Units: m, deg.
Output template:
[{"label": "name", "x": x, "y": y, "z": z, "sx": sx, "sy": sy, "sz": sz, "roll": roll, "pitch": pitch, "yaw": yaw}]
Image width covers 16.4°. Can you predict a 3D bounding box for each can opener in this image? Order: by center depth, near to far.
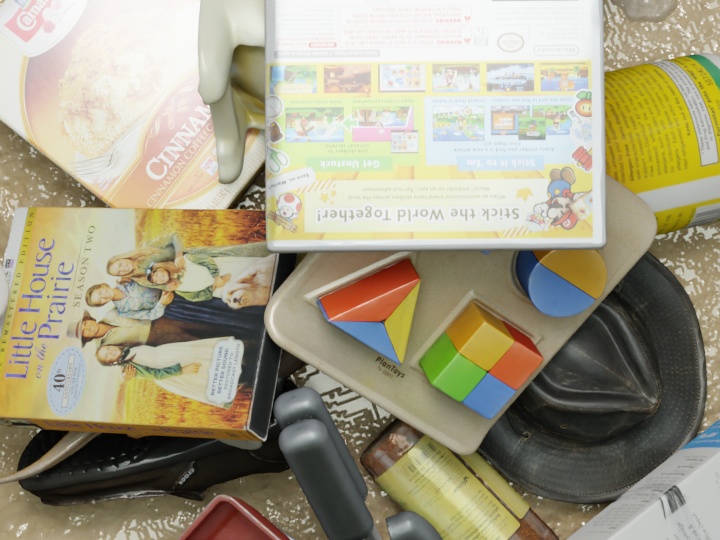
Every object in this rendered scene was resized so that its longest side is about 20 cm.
[{"label": "can opener", "x": -0.001, "y": 0.145, "z": 1.607, "sx": 0.066, "sy": 0.200, "sz": 0.053, "roll": -22, "pitch": 46, "yaw": 8}]

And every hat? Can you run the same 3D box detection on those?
[{"label": "hat", "x": 0.150, "y": 0.059, "z": 1.646, "sx": 0.200, "sy": 0.081, "sz": 0.201, "roll": 0, "pitch": 88, "yaw": -14}]

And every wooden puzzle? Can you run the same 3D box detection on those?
[{"label": "wooden puzzle", "x": 0.068, "y": 0.005, "z": 1.540, "sx": 0.185, "sy": 0.046, "sz": 0.200, "roll": 33, "pitch": 101, "yaw": -30}]

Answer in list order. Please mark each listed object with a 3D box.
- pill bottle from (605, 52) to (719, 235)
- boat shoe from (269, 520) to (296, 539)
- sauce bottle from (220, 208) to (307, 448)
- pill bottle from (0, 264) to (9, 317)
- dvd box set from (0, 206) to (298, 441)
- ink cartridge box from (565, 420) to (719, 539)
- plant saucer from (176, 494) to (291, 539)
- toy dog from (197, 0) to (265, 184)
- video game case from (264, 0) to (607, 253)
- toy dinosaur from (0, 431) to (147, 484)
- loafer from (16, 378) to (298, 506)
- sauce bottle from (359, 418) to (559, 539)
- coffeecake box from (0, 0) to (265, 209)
[{"label": "pill bottle", "x": 0.152, "y": -0.071, "z": 1.629, "sx": 0.200, "sy": 0.113, "sz": 0.113, "roll": -13, "pitch": 89, "yaw": -18}, {"label": "boat shoe", "x": -0.023, "y": 0.224, "z": 1.660, "sx": 0.200, "sy": 0.069, "sz": 0.072, "roll": 42, "pitch": 88, "yaw": 0}, {"label": "sauce bottle", "x": -0.051, "y": 0.017, "z": 1.612, "sx": 0.065, "sy": 0.065, "sz": 0.200, "roll": 22, "pitch": 67, "yaw": -1}, {"label": "pill bottle", "x": -0.322, "y": 0.055, "z": 1.605, "sx": 0.111, "sy": 0.111, "sz": 0.200, "roll": 42, "pitch": 116, "yaw": -1}, {"label": "dvd box set", "x": -0.141, "y": 0.031, "z": 1.581, "sx": 0.200, "sy": 0.029, "sz": 0.146, "roll": 2, "pitch": 71, "yaw": 25}, {"label": "ink cartridge box", "x": 0.207, "y": 0.198, "z": 1.635, "sx": 0.200, "sy": 0.068, "sz": 0.116, "roll": -35, "pitch": 98, "yaw": -21}, {"label": "plant saucer", "x": -0.061, "y": 0.258, "z": 1.633, "sx": 0.200, "sy": 0.037, "sz": 0.200, "roll": 40, "pitch": 123, "yaw": -1}, {"label": "toy dog", "x": 0.005, "y": -0.145, "z": 1.575, "sx": 0.200, "sy": 0.140, "sz": 0.194, "roll": -1, "pitch": 53, "yaw": 2}, {"label": "video game case", "x": 0.044, "y": -0.102, "z": 1.472, "sx": 0.200, "sy": 0.023, "sz": 0.182, "roll": -1, "pitch": 87, "yaw": 2}, {"label": "toy dinosaur", "x": -0.161, "y": 0.087, "z": 1.630, "sx": 0.060, "sy": 0.106, "sz": 0.200, "roll": 53, "pitch": 58, "yaw": -22}, {"label": "loafer", "x": -0.129, "y": 0.128, "z": 1.655, "sx": 0.200, "sy": 0.073, "sz": 0.071, "roll": -10, "pitch": 127, "yaw": 10}, {"label": "sauce bottle", "x": 0.087, "y": 0.176, "z": 1.667, "sx": 0.066, "sy": 0.066, "sz": 0.200, "roll": -43, "pitch": 90, "yaw": -2}, {"label": "coffeecake box", "x": -0.147, "y": -0.124, "z": 1.661, "sx": 0.200, "sy": 0.073, "sz": 0.154, "roll": 38, "pitch": 88, "yaw": 0}]
